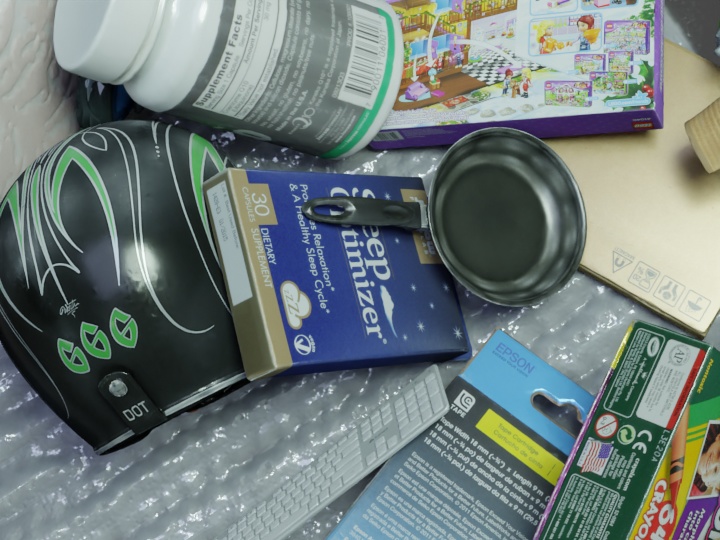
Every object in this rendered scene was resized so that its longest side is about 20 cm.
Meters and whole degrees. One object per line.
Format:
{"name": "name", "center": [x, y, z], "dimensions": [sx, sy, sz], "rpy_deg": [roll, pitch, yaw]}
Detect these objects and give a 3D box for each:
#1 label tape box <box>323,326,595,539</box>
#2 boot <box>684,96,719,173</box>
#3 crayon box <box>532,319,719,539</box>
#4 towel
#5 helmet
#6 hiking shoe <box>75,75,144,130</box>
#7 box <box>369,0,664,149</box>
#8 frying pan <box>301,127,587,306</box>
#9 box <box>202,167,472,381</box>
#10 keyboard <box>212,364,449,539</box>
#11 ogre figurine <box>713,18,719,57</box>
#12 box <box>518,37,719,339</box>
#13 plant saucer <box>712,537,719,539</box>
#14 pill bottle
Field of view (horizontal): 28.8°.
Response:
{"name": "label tape box", "center": [0.080, 0.159, 0.871], "dimensions": [0.144, 0.063, 0.200], "rpy_deg": [36, 69, 14]}
{"name": "boot", "center": [0.302, -0.047, 0.837], "dimensions": [0.144, 0.071, 0.202], "rpy_deg": [-30, 94, 27]}
{"name": "crayon box", "center": [0.174, 0.152, 0.806], "dimensions": [0.058, 0.172, 0.201], "rpy_deg": [20, 82, 41]}
{"name": "towel", "center": [-0.211, -0.133, 0.919], "dimensions": [0.032, 0.191, 0.201], "rpy_deg": [15, 81, 14]}
{"name": "helmet", "center": [-0.142, 0.000, 0.884], "dimensions": [0.199, 0.200, 0.191], "rpy_deg": [-27, 87, 3]}
{"name": "hiking shoe", "center": [-0.118, -0.166, 0.951], "dimensions": [0.086, 0.074, 0.200], "rpy_deg": [27, 67, 7]}
{"name": "box", "center": [0.099, -0.156, 0.925], "dimensions": [0.199, 0.039, 0.138], "rpy_deg": [-2, 75, 21]}
{"name": "frying pan", "center": [0.060, -0.019, 0.872], "dimensions": [0.189, 0.031, 0.115], "rpy_deg": [-24, 90, -25]}
{"name": "box", "center": [0.000, 0.000, 0.864], "dimensions": [0.032, 0.199, 0.122], "rpy_deg": [-26, 73, 41]}
{"name": "keyboard", "center": [-0.024, 0.134, 0.889], "dimensions": [0.200, 0.056, 0.011], "rpy_deg": [-40, 106, 12]}
{"name": "ogre figurine", "center": [0.291, -0.193, 0.895], "dimensions": [0.119, 0.098, 0.201], "rpy_deg": [10, 92, 0]}
{"name": "box", "center": [0.180, -0.074, 0.927], "dimensions": [0.199, 0.021, 0.164], "rpy_deg": [31, 86, 14]}
{"name": "plant saucer", "center": [0.206, 0.210, 0.765], "dimensions": [0.048, 0.199, 0.201], "rpy_deg": [39, 125, 42]}
{"name": "pill bottle", "center": [-0.081, -0.145, 0.879], "dimensions": [0.199, 0.113, 0.114], "rpy_deg": [14, 78, -32]}
